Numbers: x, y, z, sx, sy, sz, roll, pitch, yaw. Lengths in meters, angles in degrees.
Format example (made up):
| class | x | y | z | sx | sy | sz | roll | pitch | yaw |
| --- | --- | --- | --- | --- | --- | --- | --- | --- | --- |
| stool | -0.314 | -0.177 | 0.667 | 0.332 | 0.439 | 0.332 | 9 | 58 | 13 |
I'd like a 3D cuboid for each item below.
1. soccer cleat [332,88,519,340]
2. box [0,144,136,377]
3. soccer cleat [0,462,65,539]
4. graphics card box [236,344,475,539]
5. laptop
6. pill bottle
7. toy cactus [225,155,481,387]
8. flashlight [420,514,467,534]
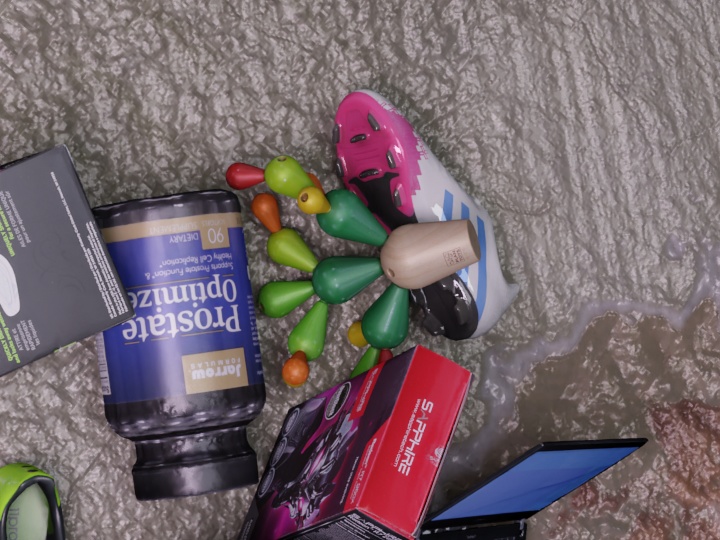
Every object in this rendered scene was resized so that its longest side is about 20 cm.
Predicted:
| class | x | y | z | sx | sy | sz | roll | pitch | yaw |
| --- | --- | --- | --- | --- | --- | --- | --- | --- | --- |
| soccer cleat | 0.048 | -0.046 | 1.700 | 0.086 | 0.070 | 0.200 | -31 | 97 | -44 |
| box | -0.274 | 0.016 | 1.501 | 0.200 | 0.148 | 0.125 | -24 | 97 | -24 |
| soccer cleat | -0.220 | 0.228 | 1.545 | 0.067 | 0.081 | 0.201 | -5 | 88 | -24 |
| graphics card box | -0.008 | 0.134 | 1.570 | 0.051 | 0.200 | 0.126 | 29 | 63 | -17 |
| laptop | 0.113 | 0.212 | 1.626 | 0.177 | 0.103 | 0.201 | 5 | 90 | -58 |
| pill bottle | -0.124 | 0.051 | 1.585 | 0.112 | 0.112 | 0.201 | -8 | 89 | -24 |
| toy cactus | 0.000 | 0.000 | 1.630 | 0.165 | 0.102 | 0.201 | -16 | 104 | 15 |
| flashlight | 0.028 | 0.269 | 1.663 | 0.068 | 0.068 | 0.201 | 12 | 86 | -32 |
